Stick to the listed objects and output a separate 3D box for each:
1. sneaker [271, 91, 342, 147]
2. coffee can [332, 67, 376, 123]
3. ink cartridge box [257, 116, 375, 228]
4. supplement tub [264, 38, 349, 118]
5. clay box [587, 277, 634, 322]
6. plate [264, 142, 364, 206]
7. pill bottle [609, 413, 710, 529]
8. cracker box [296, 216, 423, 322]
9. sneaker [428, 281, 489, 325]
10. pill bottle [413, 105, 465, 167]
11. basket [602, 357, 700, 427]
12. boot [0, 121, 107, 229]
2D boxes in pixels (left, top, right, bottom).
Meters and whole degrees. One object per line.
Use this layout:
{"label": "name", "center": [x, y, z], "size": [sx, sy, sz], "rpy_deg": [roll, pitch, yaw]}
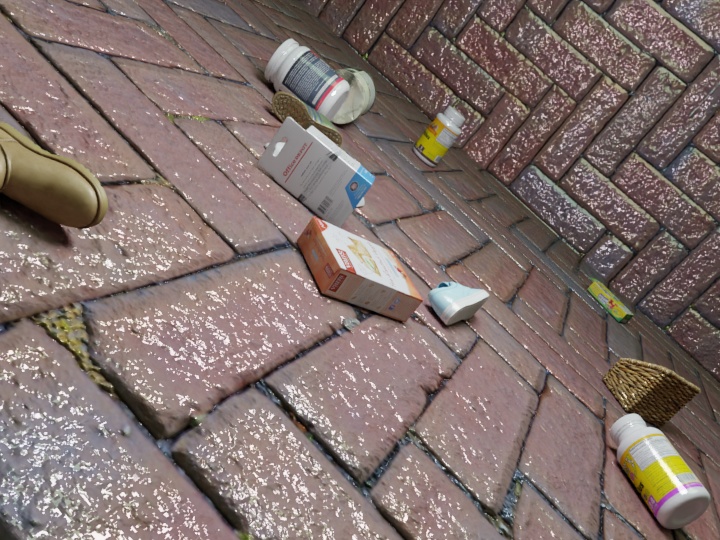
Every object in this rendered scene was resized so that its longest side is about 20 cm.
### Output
{"label": "sneaker", "center": [-0.134, -0.366, 1.601], "size": [0.198, 0.068, 0.090], "rpy_deg": [32, 14, -22]}
{"label": "coffee can", "center": [-0.038, -0.520, 1.945], "size": [0.145, 0.147, 0.200], "rpy_deg": [38, 21, -3]}
{"label": "ink cartridge box", "center": [-0.083, -0.188, 1.249], "size": [0.199, 0.117, 0.068], "rpy_deg": [39, 20, -6]}
{"label": "supplement tub", "center": [-0.138, -0.488, 1.718], "size": [0.199, 0.141, 0.140], "rpy_deg": [40, 21, 1]}
{"label": "clay box", "center": [0.954, 0.113, 2.540], "size": [0.114, 0.048, 0.201], "rpy_deg": [10, 35, -53]}
{"label": "plate", "center": [-0.087, -0.211, 1.407], "size": [0.200, 0.032, 0.199], "rpy_deg": [46, 22, 11]}
{"label": "pill bottle", "center": [0.560, 0.375, 1.255], "size": [0.103, 0.105, 0.202], "rpy_deg": [26, 25, -32]}
{"label": "cracker box", "center": [0.000, 0.000, 1.099], "size": [0.197, 0.058, 0.135], "rpy_deg": [21, 28, -41]}
{"label": "sneaker", "center": [0.196, 0.050, 1.317], "size": [0.082, 0.074, 0.199], "rpy_deg": [50, 22, 18]}
{"label": "pill bottle", "center": [0.283, -0.478, 2.342], "size": [0.108, 0.201, 0.110], "rpy_deg": [33, 21, -14]}
{"label": "basket", "center": [0.738, 0.283, 1.685], "size": [0.197, 0.150, 0.144], "rpy_deg": [25, 25, -32]}
{"label": "boot", "center": [-0.365, -0.077, 0.621], "size": [0.172, 0.067, 0.200], "rpy_deg": [29, 20, 4]}
